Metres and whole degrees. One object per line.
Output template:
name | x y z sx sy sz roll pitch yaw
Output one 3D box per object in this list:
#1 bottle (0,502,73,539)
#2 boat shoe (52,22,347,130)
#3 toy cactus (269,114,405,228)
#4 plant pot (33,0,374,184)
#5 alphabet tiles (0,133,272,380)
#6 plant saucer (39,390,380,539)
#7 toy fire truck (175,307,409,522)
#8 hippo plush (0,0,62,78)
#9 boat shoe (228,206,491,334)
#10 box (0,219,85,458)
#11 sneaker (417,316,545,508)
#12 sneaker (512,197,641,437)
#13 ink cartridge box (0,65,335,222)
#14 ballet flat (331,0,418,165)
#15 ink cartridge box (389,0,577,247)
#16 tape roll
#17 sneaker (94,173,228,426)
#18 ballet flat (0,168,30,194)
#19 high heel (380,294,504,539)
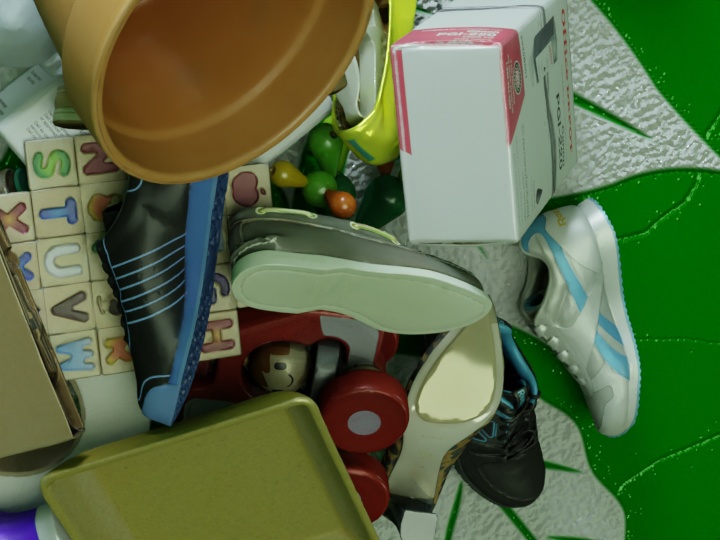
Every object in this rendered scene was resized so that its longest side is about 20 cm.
bottle | -0.294 0.222 1.227 0.200 0.065 0.084 -24 115 11
boat shoe | -0.110 -0.135 1.138 0.200 0.074 0.067 -12 96 -19
toy cactus | -0.010 -0.037 1.281 0.200 0.102 0.165 -34 137 -35
plant pot | -0.109 -0.171 1.024 0.200 0.140 0.200 -30 147 -22
alphabet tiles | -0.154 -0.013 1.173 0.199 0.006 0.167 -8 100 -17
plant saucer | -0.100 0.169 1.221 0.200 0.049 0.200 -17 130 6
toy fire truck | -0.057 0.100 1.278 0.167 0.112 0.200 5 128 -9
hippo plush | -0.192 -0.208 1.118 0.159 0.200 0.161 12 110 -2
boat shoe | 0.001 -0.002 1.190 0.201 0.060 0.072 10 140 -28
box | -0.301 0.061 1.162 0.200 0.021 0.164 -16 102 21
sneaker | 0.108 0.115 1.372 0.073 0.082 0.200 -36 117 -24
sneaker | 0.176 0.044 1.393 0.081 0.077 0.200 -16 105 -7
ink cartridge box | -0.142 -0.116 1.211 0.200 0.084 0.145 -40 115 -6
ballet flat | 0.004 -0.174 1.215 0.067 0.067 0.201 19 65 -48
ink cartridge box | 0.095 -0.116 1.237 0.085 0.200 0.146 0 110 18
tape roll | -0.248 0.092 1.221 0.202 0.037 0.203 0 115 -1
sneaker | -0.140 0.003 1.148 0.078 0.070 0.201 11 102 4
ballet flat | -0.215 0.014 1.240 0.067 0.068 0.200 -32 111 12
high heel | 0.057 0.108 1.335 0.071 0.143 0.200 17 93 -7
